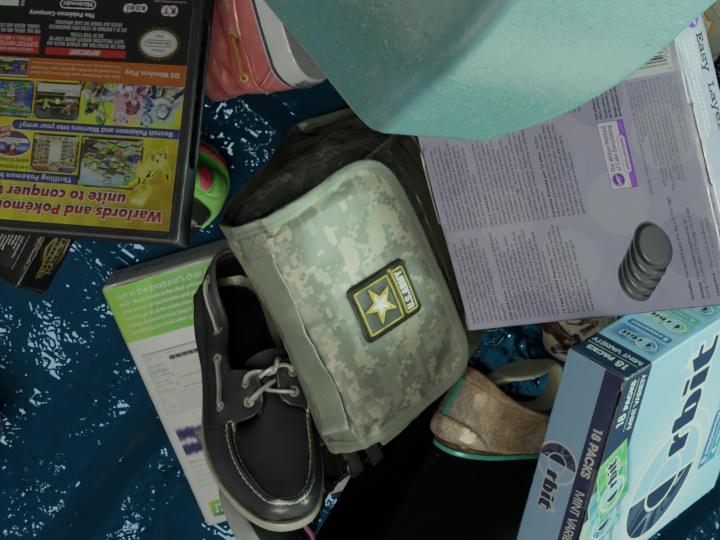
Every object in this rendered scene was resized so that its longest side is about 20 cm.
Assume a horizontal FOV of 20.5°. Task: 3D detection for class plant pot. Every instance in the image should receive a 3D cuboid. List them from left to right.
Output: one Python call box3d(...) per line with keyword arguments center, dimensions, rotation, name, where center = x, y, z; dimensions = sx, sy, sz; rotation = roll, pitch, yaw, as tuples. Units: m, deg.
box3d(center=(0.061, -0.178, 1.061), dimensions=(0.200, 0.196, 0.196), rotation=(-51, 62, 25), name="plant pot")

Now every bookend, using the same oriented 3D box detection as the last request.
box3d(center=(0.079, 0.204, 1.330), dimensions=(0.092, 0.199, 0.200), rotation=(-29, 109, 40), name="bookend")

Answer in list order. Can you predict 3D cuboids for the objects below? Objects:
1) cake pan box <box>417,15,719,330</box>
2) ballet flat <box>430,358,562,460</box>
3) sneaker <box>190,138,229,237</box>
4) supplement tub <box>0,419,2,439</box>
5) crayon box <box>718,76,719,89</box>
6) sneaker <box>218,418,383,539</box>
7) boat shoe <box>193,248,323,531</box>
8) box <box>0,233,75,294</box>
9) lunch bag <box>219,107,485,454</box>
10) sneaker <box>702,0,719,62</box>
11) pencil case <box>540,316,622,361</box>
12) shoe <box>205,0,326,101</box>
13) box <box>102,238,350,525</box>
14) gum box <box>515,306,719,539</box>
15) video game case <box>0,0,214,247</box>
box3d(center=(0.126, -0.069, 1.182), dimensions=(0.184, 0.052, 0.200), rotation=(-10, 102, 32), name="cake pan box")
box3d(center=(0.131, 0.093, 1.312), dimensions=(0.068, 0.200, 0.067), rotation=(22, 99, 43), name="ballet flat")
box3d(center=(-0.187, -0.074, 1.320), dimensions=(0.200, 0.077, 0.084), rotation=(27, 118, 0), name="sneaker")
box3d(center=(-0.366, 0.100, 1.387), dimensions=(0.200, 0.145, 0.145), rotation=(41, 114, -11), name="supplement tub")
box3d(center=(0.244, -0.093, 1.217), dimensions=(0.051, 0.127, 0.200), rotation=(25, 115, -3), name="crayon box")
box3d(center=(-0.034, 0.132, 1.293), dimensions=(0.099, 0.200, 0.071), rotation=(-26, 115, 7), name="sneaker")
box3d(center=(-0.069, 0.072, 1.263), dimensions=(0.073, 0.200, 0.063), rotation=(-8, 141, -11), name="boat shoe")
box3d(center=(-0.237, -0.118, 1.251), dimensions=(0.198, 0.050, 0.200), rotation=(29, 92, 18), name="box")
box3d(center=(0.000, 0.000, 1.250), dimensions=(0.117, 0.200, 0.164), rotation=(-14, 111, 25), name="lunch bag")
box3d(center=(0.210, -0.156, 1.216), dimensions=(0.092, 0.076, 0.200), rotation=(9, 116, 15), name="sneaker")
box3d(center=(0.140, -0.038, 1.278), dimensions=(0.078, 0.089, 0.200), rotation=(-11, 112, 6), name="pencil case")
box3d(center=(-0.082, -0.206, 1.244), dimensions=(0.091, 0.071, 0.200), rotation=(-9, 98, 36), name="shoe")
box3d(center=(-0.076, 0.073, 1.393), dimensions=(0.144, 0.036, 0.200), rotation=(-15, 112, 15), name="box")
box3d(center=(0.179, 0.095, 1.246), dimensions=(0.045, 0.200, 0.170), rotation=(29, 124, 27), name="gum box")
box3d(center=(-0.190, -0.111, 1.201), dimensions=(0.200, 0.026, 0.181), rotation=(4, 85, 15), name="video game case")
